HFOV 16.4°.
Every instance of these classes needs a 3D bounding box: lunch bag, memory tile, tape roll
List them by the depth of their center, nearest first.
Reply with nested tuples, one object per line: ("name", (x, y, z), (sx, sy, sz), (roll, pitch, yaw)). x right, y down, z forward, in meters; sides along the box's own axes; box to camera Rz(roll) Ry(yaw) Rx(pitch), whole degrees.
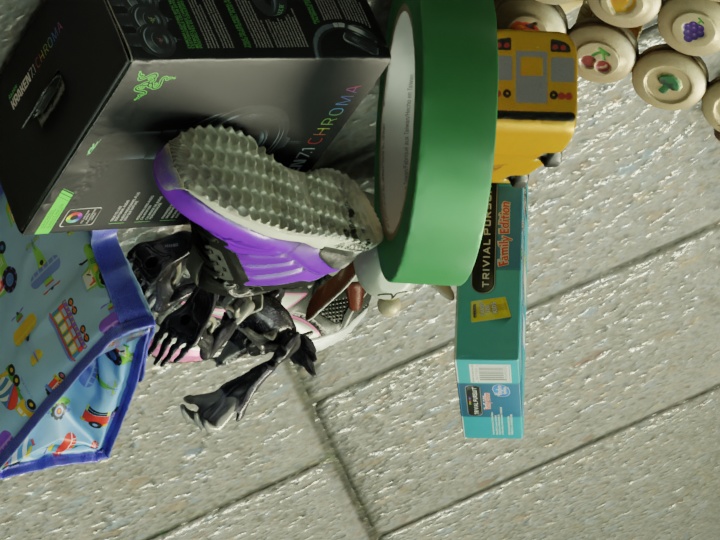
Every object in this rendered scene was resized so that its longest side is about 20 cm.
("tape roll", (0.045, -0.091, 1.564), (0.048, 0.201, 0.201), (3, 150, -8))
("memory tile", (0.192, -0.167, 1.607), (0.200, 0.017, 0.153), (21, 137, -1))
("lunch bag", (-0.200, 0.019, 1.622), (0.094, 0.151, 0.200), (-9, 152, -31))

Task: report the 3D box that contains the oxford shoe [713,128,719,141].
("oxford shoe", (0.367, -0.136, 1.950), (0.200, 0.071, 0.073), (-10, 172, -19))

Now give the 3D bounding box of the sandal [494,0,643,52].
("sandal", (0.175, -0.180, 1.658), (0.211, 0.070, 0.078), (-29, 161, 11))

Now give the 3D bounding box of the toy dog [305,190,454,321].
("toy dog", (0.000, 0.000, 1.735), (0.132, 0.097, 0.200), (-2, -163, 12))

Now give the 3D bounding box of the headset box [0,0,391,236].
("headset box", (-0.115, -0.110, 1.512), (0.200, 0.093, 0.174), (-4, 148, -37))

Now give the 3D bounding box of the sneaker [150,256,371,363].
("sneaker", (-0.070, 0.011, 1.822), (0.200, 0.080, 0.086), (-13, 143, -35))

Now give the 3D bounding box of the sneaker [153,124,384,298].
("sneaker", (-0.075, -0.023, 1.524), (0.099, 0.070, 0.200), (-34, 152, 23))

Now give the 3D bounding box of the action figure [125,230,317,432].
("action figure", (-0.103, 0.037, 1.693), (0.102, 0.119, 0.200), (-40, 159, 8))

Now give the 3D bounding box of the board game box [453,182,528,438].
("board game box", (0.095, 0.001, 1.799), (0.047, 0.200, 0.151), (0, 155, 5))

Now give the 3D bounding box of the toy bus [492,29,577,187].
("toy bus", (0.091, -0.102, 1.646), (0.065, 0.079, 0.200), (0, 175, -8))
